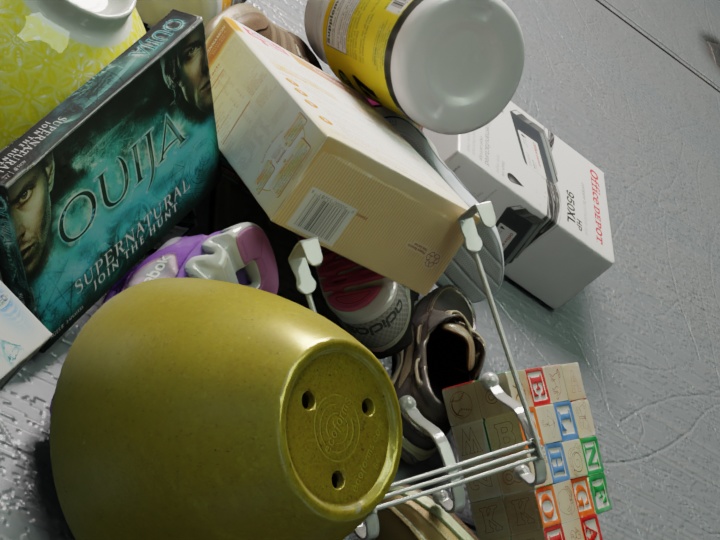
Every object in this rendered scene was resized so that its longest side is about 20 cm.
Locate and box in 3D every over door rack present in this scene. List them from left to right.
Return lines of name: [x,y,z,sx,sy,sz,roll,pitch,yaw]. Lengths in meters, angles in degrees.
over door rack: [0.037,0.065,1.013,0.147,0.067,0.202,-14,92,-25]

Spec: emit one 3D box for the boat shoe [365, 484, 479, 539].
boat shoe: [0.065,0.239,1.021,0.200,0.072,0.076,50,48,4]

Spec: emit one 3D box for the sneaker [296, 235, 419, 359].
sneaker: [0.000,0.000,1.185,0.200,0.073,0.088,-108,173,-57]

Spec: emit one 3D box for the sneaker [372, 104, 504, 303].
sneaker: [0.063,-0.060,1.256,0.201,0.073,0.071,58,13,-32]

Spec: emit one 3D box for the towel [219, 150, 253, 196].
towel: [-0.086,-0.104,1.191,0.146,0.022,0.200,33,19,-24]

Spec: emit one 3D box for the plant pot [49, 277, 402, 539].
plant pot: [-0.059,0.096,0.877,0.199,0.141,0.202,11,75,-46]

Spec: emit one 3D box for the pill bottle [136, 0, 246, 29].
pill bottle: [-0.140,-0.261,1.243,0.116,0.116,0.200,42,33,-9]

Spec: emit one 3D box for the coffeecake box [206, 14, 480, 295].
coffeecake box: [-0.027,-0.086,1.085,0.153,0.073,0.200,25,17,-38]

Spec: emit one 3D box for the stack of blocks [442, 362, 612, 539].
stack of blocks: [0.136,0.175,1.114,0.115,0.058,0.202,0,75,-55]

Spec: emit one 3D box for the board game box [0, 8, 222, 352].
board game box: [-0.160,-0.060,0.957,0.028,0.136,0.200,20,47,23]

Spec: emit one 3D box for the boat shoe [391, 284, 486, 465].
boat shoe: [0.069,0.072,1.186,0.074,0.073,0.201,39,34,-14]

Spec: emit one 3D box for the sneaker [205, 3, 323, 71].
sneaker: [-0.073,-0.165,1.209,0.075,0.071,0.200,40,17,11]

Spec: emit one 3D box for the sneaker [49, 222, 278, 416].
sneaker: [-0.140,0.042,0.978,0.200,0.088,0.081,-50,135,-38]

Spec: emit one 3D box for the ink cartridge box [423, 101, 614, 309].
ink cartridge box: [0.141,-0.079,1.417,0.199,0.084,0.145,34,36,-23]

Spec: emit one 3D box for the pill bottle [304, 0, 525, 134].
pill bottle: [0.036,-0.187,1.203,0.114,0.115,0.200,25,7,-32]

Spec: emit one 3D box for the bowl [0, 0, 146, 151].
bowl: [-0.208,-0.162,0.984,0.199,0.108,0.201,30,38,-26]

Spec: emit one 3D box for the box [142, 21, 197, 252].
box: [-0.210,-0.117,1.076,0.158,0.046,0.201,16,45,-40]

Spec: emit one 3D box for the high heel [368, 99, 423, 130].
high heel: [0.033,-0.113,1.313,0.067,0.096,0.201,22,41,-36]

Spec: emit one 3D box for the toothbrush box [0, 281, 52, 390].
toothbrush box: [-0.282,0.047,0.787,0.147,0.085,0.200,47,31,-3]
